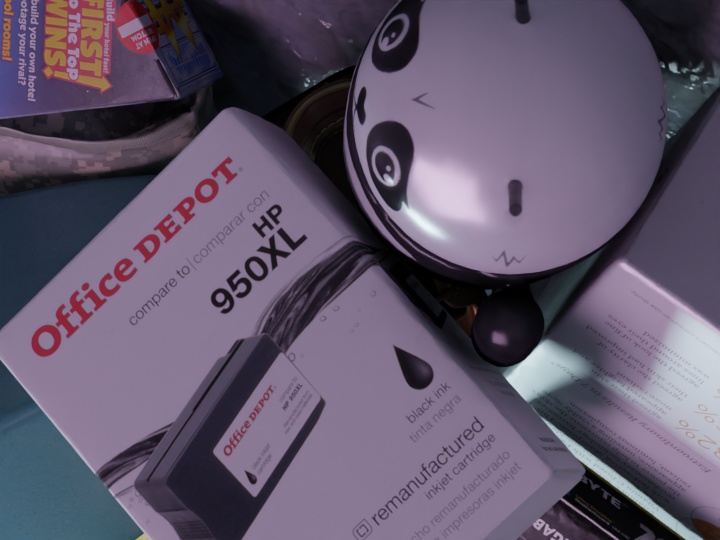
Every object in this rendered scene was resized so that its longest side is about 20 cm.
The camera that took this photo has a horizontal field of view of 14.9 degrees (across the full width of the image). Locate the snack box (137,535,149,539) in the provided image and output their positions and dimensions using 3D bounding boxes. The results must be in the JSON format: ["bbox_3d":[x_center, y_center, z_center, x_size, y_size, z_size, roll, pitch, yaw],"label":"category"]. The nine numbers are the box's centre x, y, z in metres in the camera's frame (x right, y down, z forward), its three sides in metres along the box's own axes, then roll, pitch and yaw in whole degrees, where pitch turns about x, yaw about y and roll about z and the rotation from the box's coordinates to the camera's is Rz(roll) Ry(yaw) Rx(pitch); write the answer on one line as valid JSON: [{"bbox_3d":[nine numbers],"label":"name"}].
[{"bbox_3d":[-0.060,0.187,1.534,0.199,0.053,0.143,30,118,16],"label":"snack box"}]

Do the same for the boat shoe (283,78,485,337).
[{"bbox_3d":[0.023,0.004,1.222,0.068,0.072,0.201,-120,7,-52],"label":"boat shoe"}]

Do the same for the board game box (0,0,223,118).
[{"bbox_3d":[-0.157,-0.143,1.197,0.199,0.062,0.201,9,107,15],"label":"board game box"}]

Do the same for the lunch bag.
[{"bbox_3d":[-0.146,-0.061,1.343,0.199,0.118,0.164,12,148,14],"label":"lunch bag"}]

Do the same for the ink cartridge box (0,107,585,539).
[{"bbox_3d":[-0.031,0.056,1.121,0.200,0.145,0.084,48,-173,13],"label":"ink cartridge box"}]

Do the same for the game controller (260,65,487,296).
[{"bbox_3d":[0.000,0.000,1.281,0.042,0.104,0.201,58,172,52],"label":"game controller"}]

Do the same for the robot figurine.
[{"bbox_3d":[0.052,-0.055,1.081,0.150,0.125,0.200,47,177,1],"label":"robot figurine"}]

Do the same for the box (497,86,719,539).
[{"bbox_3d":[0.156,0.036,1.162,0.152,0.107,0.200,35,154,-2],"label":"box"}]

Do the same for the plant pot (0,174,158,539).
[{"bbox_3d":[-0.149,0.050,1.285,0.199,0.142,0.141,-26,143,12],"label":"plant pot"}]

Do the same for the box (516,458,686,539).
[{"bbox_3d":[0.097,0.184,1.197,0.200,0.049,0.160,36,113,-4],"label":"box"}]
